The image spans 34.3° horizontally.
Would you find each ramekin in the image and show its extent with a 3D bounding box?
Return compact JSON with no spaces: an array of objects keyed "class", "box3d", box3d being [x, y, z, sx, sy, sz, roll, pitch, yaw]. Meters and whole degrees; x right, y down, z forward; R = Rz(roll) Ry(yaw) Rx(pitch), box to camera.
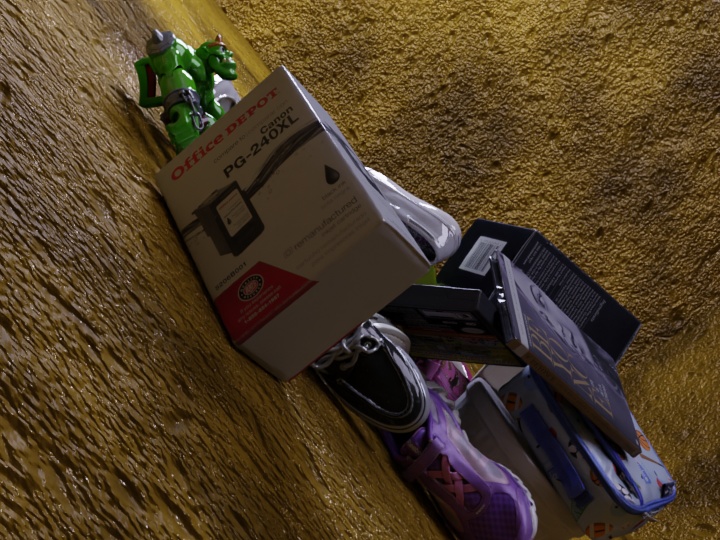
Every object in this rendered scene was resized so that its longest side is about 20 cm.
[{"class":"ramekin","box3d":[0.151,0.221,1.248,0.203,0.094,0.202,51,6,-8]}]

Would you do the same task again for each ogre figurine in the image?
[{"class":"ogre figurine","box3d":[-0.161,-0.159,1.114,0.200,0.098,0.121,-7,77,-66]}]

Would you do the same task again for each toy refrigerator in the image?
[{"class":"toy refrigerator","box3d":[0.187,0.129,1.398,0.076,0.070,0.200,43,-4,7]}]

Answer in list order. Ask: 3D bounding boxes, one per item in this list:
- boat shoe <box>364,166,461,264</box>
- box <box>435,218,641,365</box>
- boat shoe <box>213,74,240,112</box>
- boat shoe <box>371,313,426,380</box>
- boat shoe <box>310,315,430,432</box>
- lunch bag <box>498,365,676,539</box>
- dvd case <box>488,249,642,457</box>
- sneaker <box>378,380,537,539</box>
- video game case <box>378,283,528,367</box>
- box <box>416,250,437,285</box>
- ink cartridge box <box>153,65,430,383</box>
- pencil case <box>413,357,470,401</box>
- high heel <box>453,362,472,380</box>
[{"class":"boat shoe","box3d":[0.020,-0.062,1.381,0.199,0.072,0.068,32,35,14]},{"class":"box","box3d":[0.213,0.040,1.409,0.200,0.105,0.148,38,-8,-22]},{"class":"boat shoe","box3d":[-0.152,-0.169,1.306,0.069,0.071,0.200,51,5,1]},{"class":"boat shoe","box3d":[0.013,0.079,1.141,0.060,0.072,0.202,57,1,24]},{"class":"boat shoe","box3d":[-0.016,0.059,0.997,0.200,0.073,0.068,53,1,5]},{"class":"lunch bag","box3d":[0.235,0.180,1.195,0.160,0.076,0.201,7,45,-55]},{"class":"dvd case","box3d":[0.205,0.082,1.170,0.200,0.016,0.149,40,25,-24]},{"class":"sneaker","box3d":[0.076,0.178,1.054,0.200,0.080,0.088,50,11,30]},{"class":"video game case","box3d":[0.056,0.053,1.191,0.181,0.199,0.026,44,55,-58]},{"class":"box","box3d":[0.066,0.052,1.475,0.122,0.047,0.201,-129,-156,-58]},{"class":"ink cartridge box","box3d":[-0.059,-0.040,0.904,0.083,0.145,0.200,41,13,-50]},{"class":"pencil case","box3d":[0.100,0.148,1.361,0.200,0.086,0.083,47,39,-43]},{"class":"high heel","box3d":[0.141,0.165,1.606,0.096,0.068,0.200,39,7,-20]}]
